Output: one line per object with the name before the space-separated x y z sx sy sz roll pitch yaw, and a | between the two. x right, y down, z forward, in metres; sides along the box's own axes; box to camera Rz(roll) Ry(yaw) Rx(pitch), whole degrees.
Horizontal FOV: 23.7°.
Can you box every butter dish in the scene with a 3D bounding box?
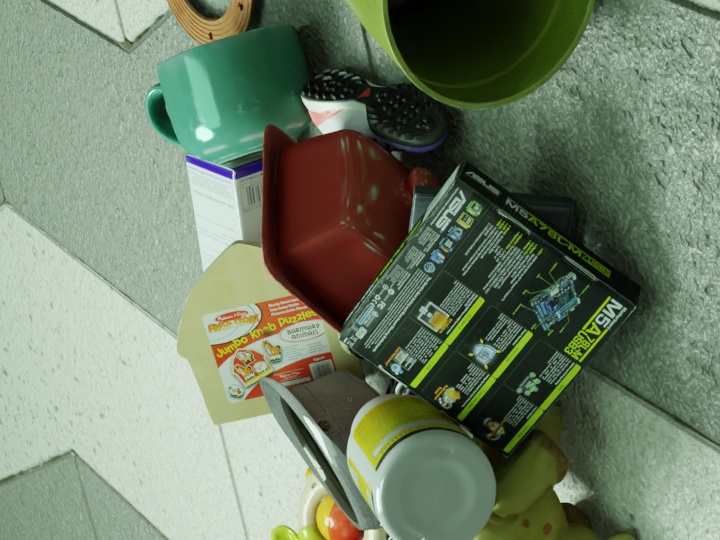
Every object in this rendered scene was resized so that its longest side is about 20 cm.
butter dish | 0.011 -0.047 1.606 0.147 0.200 0.200 -29 41 26

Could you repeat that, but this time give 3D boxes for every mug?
mug | -0.128 -0.173 1.776 0.185 0.151 0.115 -15 93 70

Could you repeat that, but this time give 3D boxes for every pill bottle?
pill bottle | 0.048 0.177 1.578 0.200 0.110 0.112 -137 33 -74

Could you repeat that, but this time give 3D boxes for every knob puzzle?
knob puzzle | -0.101 0.056 1.829 0.031 0.218 0.221 -85 -10 -66

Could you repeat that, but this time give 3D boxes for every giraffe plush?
giraffe plush | 0.167 0.242 1.609 0.162 0.201 0.172 38 134 -15

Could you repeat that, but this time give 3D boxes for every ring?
ring | -0.169 -0.338 1.865 0.200 0.019 0.202 34 136 42

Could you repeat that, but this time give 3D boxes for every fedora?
fedora | -0.014 0.171 1.784 0.200 0.090 0.177 48 165 38

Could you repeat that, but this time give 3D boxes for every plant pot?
plant pot | 0.064 -0.259 1.431 0.193 0.199 0.202 39 139 55

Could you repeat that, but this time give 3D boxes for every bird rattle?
bird rattle | -0.021 0.309 1.959 0.199 0.112 0.165 14 103 49

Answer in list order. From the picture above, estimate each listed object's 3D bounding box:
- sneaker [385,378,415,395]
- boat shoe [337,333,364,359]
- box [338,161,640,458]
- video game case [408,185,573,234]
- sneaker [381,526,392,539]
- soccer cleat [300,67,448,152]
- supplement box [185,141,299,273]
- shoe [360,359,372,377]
sneaker | 0.061 0.133 1.749 0.079 0.079 0.200 64 149 4
boat shoe | 0.002 -0.001 1.763 0.063 0.073 0.203 12 121 48
box | 0.110 0.037 1.506 0.192 0.048 0.200 33 118 -5
video game case | 0.108 0.018 1.560 0.019 0.142 0.201 -90 6 -57
sneaker | 0.012 0.218 1.870 0.200 0.080 0.074 40 140 40
soccer cleat | 0.021 -0.141 1.669 0.199 0.068 0.073 23 146 47
supplement box | -0.112 -0.039 1.879 0.103 0.101 0.202 21 125 49
shoe | -0.075 0.102 1.915 0.199 0.091 0.072 5 112 54
